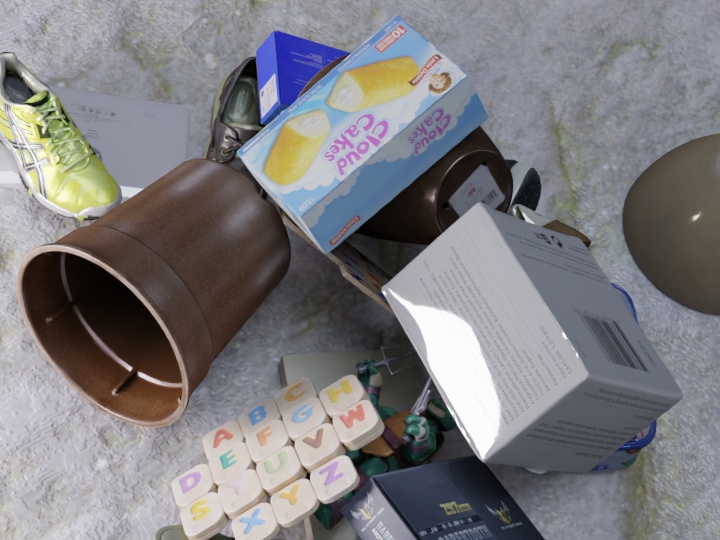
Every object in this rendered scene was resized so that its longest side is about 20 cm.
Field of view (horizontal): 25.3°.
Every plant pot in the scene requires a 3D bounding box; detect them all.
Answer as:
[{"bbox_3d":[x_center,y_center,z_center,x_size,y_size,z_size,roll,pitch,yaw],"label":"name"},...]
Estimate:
[{"bbox_3d":[0.401,-0.071,1.726,0.200,0.135,0.201,7,59,-12],"label":"plant pot"},{"bbox_3d":[-0.181,0.007,1.495,0.200,0.200,0.198,38,51,8],"label":"plant pot"},{"bbox_3d":[0.054,-0.101,1.567,0.187,0.187,0.200,-24,32,-26],"label":"plant pot"}]

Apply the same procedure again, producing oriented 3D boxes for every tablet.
[{"bbox_3d":[-0.278,-0.130,1.643,0.199,0.014,0.130,7,60,-11],"label":"tablet"}]

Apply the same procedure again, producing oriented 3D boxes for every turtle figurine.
[{"bbox_3d":[0.025,0.151,1.476,0.200,0.150,0.101,-34,111,-17],"label":"turtle figurine"}]

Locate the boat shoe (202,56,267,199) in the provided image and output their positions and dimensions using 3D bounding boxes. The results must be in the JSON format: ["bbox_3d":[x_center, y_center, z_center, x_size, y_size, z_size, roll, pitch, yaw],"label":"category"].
[{"bbox_3d":[-0.125,-0.133,1.655,0.072,0.066,0.201,9,59,-11],"label":"boat shoe"}]

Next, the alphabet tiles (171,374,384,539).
[{"bbox_3d":[-0.076,0.167,1.436,0.200,0.015,0.196,-31,28,0],"label":"alphabet tiles"}]

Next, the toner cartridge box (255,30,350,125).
[{"bbox_3d":[-0.012,-0.180,1.691,0.200,0.043,0.095,13,57,-30],"label":"toner cartridge box"}]

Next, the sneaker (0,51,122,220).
[{"bbox_3d":[-0.312,-0.130,1.580,0.200,0.076,0.075,45,59,10],"label":"sneaker"}]

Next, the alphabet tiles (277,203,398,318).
[{"bbox_3d":[0.000,0.000,1.544,0.200,0.167,0.008,38,98,-16],"label":"alphabet tiles"}]

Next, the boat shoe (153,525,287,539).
[{"bbox_3d":[-0.093,0.279,1.436,0.201,0.061,0.072,14,20,-12],"label":"boat shoe"}]

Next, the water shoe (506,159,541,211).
[{"bbox_3d":[0.114,-0.033,1.675,0.079,0.072,0.200,18,60,36],"label":"water shoe"}]

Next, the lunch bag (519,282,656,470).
[{"bbox_3d":[0.207,0.108,1.607,0.160,0.076,0.201,2,60,-12],"label":"lunch bag"}]

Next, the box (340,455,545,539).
[{"bbox_3d":[0.092,0.246,1.425,0.158,0.051,0.200,51,24,23],"label":"box"}]

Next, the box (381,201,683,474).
[{"bbox_3d":[0.157,0.066,1.454,0.199,0.131,0.200,16,38,-54],"label":"box"}]

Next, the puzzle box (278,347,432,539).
[{"bbox_3d":[0.000,0.171,1.541,0.133,0.025,0.201,-2,62,-17],"label":"puzzle box"}]

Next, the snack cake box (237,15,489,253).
[{"bbox_3d":[0.002,-0.125,1.465,0.200,0.067,0.115,-41,51,-5],"label":"snack cake box"}]

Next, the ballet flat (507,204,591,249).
[{"bbox_3d":[0.146,-0.025,1.610,0.200,0.068,0.073,-19,79,-30],"label":"ballet flat"}]
